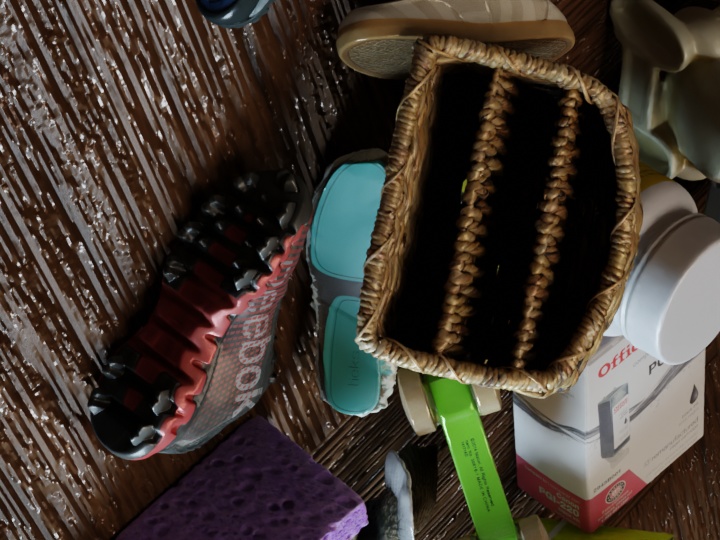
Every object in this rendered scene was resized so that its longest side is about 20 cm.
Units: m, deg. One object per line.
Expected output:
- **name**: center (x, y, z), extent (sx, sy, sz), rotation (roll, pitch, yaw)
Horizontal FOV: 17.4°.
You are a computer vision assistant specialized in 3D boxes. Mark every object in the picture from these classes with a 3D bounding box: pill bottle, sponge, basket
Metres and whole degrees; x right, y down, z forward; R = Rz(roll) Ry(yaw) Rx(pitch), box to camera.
- **pill bottle**: center (0.152, -0.028, 1.558), extent (0.114, 0.200, 0.115), rotation (-33, 141, -32)
- **sponge**: center (-0.100, 0.189, 1.503), extent (0.200, 0.111, 0.030), rotation (-41, 142, -21)
- **basket**: center (0.093, -0.027, 1.427), extent (0.149, 0.142, 0.202), rotation (25, 78, -74)

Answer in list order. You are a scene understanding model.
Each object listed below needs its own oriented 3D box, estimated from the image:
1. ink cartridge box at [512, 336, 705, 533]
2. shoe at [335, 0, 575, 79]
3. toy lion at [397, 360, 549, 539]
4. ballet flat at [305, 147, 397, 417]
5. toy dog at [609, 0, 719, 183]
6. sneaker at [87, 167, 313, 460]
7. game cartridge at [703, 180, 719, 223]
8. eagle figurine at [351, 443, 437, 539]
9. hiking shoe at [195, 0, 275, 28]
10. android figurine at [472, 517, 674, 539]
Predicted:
- **ink cartridge box**: center (0.192, 0.081, 1.807), extent (0.145, 0.085, 0.201), rotation (-37, 140, -27)
- **shoe**: center (0.055, -0.157, 1.472), extent (0.199, 0.054, 0.070), rotation (-5, 164, -47)
- **toy lion**: center (0.082, 0.139, 1.668), extent (0.068, 0.192, 0.201), rotation (-18, 100, 2)
- **ballet flat**: center (0.000, 0.000, 1.526), extent (0.071, 0.072, 0.201), rotation (-23, 132, -39)
- **toy dog**: center (0.293, -0.147, 1.658), extent (0.199, 0.193, 0.141), rotation (-23, 122, -31)
- **sneaker**: center (-0.083, 0.030, 1.430), extent (0.098, 0.071, 0.201), rotation (21, 103, -55)
- **game cartridge**: center (0.306, -0.084, 1.788), extent (0.133, 0.041, 0.201), rotation (50, 50, -52)
- **eagle figurine**: center (0.022, 0.198, 1.660), extent (0.199, 0.150, 0.153), rotation (16, 95, -44)
- **hiking shoe**: center (-0.083, -0.223, 1.232), extent (0.086, 0.074, 0.202), rotation (-15, 119, -35)
- **android figurine**: center (0.168, 0.227, 1.803), extent (0.182, 0.198, 0.041), rotation (-26, 117, -71)
